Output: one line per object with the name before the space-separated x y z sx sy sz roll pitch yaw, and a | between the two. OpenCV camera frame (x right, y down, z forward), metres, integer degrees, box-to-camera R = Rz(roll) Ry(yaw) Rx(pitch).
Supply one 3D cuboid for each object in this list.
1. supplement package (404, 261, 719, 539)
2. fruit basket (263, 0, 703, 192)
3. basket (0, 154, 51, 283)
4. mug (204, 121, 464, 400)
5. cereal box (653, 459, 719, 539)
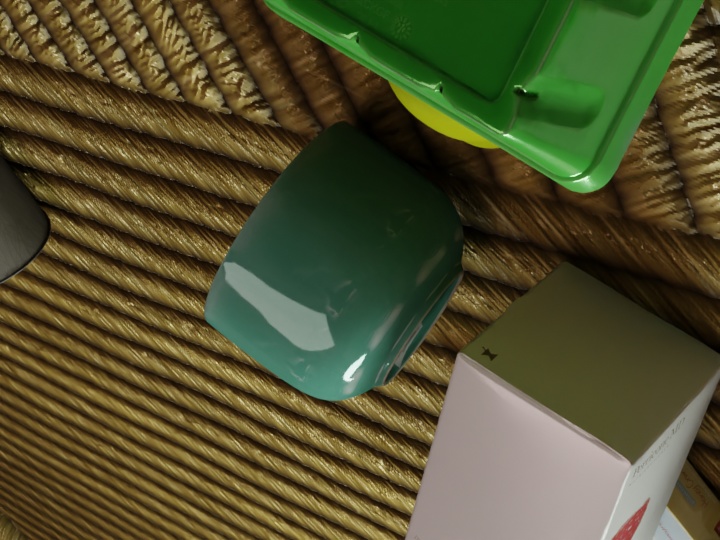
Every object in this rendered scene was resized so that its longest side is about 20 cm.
supplement package | 0.116 0.122 0.986 0.119 0.121 0.201 32 134 22
fruit basket | 0.055 -0.129 0.754 0.214 0.156 0.216 24 -163 -8
basket | -0.401 -0.095 1.516 0.179 0.136 0.201 12 139 45
mug | 0.001 -0.005 1.024 0.114 0.185 0.153 35 132 9
cereal box | 0.159 0.148 1.141 0.144 0.040 0.199 50 154 -18
